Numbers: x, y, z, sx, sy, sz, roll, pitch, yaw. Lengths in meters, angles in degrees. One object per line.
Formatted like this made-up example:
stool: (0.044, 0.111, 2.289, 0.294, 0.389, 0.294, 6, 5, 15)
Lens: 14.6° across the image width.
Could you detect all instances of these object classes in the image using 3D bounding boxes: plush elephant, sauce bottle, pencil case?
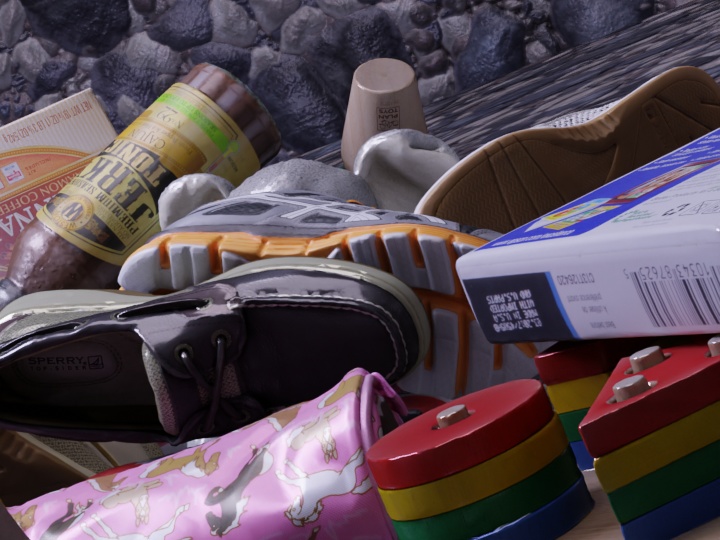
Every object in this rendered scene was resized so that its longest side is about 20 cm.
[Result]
plush elephant: (-0.019, 0.015, 1.318, 0.164, 0.155, 0.200, -21, 8, 12)
sauce bottle: (-0.125, -0.017, 1.391, 0.200, 0.065, 0.065, -46, 15, -18)
pencil case: (-0.065, 0.106, 1.090, 0.199, 0.083, 0.087, -22, 10, 19)

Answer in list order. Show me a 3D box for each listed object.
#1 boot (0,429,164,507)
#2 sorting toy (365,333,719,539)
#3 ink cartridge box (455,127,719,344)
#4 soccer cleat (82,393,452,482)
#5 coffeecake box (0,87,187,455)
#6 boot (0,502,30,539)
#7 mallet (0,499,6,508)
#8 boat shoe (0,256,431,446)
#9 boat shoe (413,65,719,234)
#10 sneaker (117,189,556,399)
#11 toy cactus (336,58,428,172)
boot: (-0.169, 0.071, 1.297, 0.073, 0.200, 0.155, -55, 2, 8)
sorting toy: (0.106, 0.054, 0.980, 0.198, 0.070, 0.200, -29, 10, -41)
ink cartridge box: (0.161, -0.033, 1.006, 0.199, 0.047, 0.197, -25, 6, -23)
soccer cleat: (-0.043, 0.098, 1.181, 0.199, 0.069, 0.085, -19, -1, 8)
coffeecake box: (-0.161, 0.032, 1.442, 0.153, 0.201, 0.073, -26, -13, -22)
boot: (-0.128, 0.114, 0.965, 0.199, 0.147, 0.070, -21, 6, 14)
mallet: (-0.125, 0.084, 1.001, 0.066, 0.201, 0.041, -13, 26, 24)
boat shoe: (-0.071, 0.042, 1.158, 0.200, 0.072, 0.066, -4, 27, 20)
boat shoe: (0.090, -0.033, 1.298, 0.200, 0.071, 0.069, -24, 0, -37)
sneaker: (0.000, 0.000, 1.199, 0.199, 0.079, 0.077, 7, 28, 13)
toy cactus: (0.010, -0.027, 1.428, 0.199, 0.166, 0.102, 4, 40, 8)
